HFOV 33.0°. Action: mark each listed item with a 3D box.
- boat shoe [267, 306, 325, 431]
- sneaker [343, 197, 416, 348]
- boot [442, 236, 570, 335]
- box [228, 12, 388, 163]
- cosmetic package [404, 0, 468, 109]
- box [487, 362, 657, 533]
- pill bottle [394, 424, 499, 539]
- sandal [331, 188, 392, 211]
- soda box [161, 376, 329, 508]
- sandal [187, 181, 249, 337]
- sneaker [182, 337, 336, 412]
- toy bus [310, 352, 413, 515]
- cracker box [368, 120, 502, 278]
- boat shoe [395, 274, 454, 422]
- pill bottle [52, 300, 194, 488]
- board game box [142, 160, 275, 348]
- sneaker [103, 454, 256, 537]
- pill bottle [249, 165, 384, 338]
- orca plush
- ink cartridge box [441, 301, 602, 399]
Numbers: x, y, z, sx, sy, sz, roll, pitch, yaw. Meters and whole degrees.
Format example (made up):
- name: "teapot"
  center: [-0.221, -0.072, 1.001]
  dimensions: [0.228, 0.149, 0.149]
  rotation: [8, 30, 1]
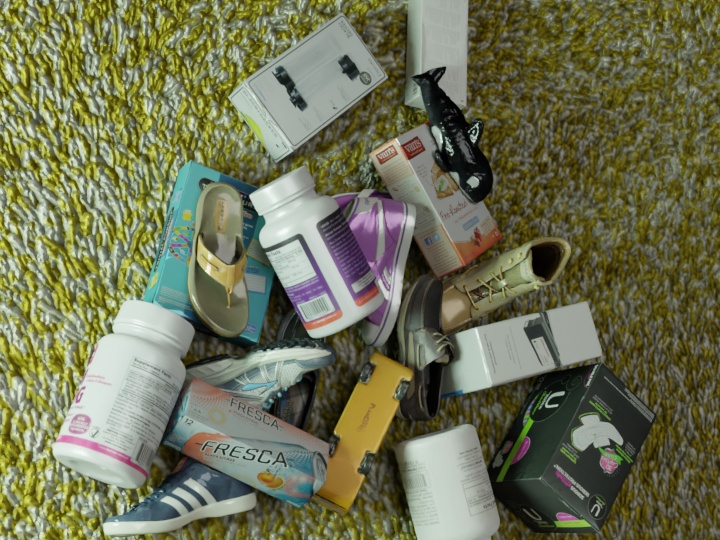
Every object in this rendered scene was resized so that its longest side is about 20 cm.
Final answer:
- name: "boat shoe"
  center: [-0.079, 0.137, 1.580]
  dimensions: [0.068, 0.057, 0.201]
  rotation: [20, 70, -23]
- name: "sneaker"
  center: [0.000, 0.000, 1.636]
  dimensions: [0.114, 0.073, 0.202]
  rotation: [8, 94, -17]
- name: "boot"
  center: [0.188, 0.022, 1.693]
  dimensions: [0.199, 0.155, 0.073]
  rotation: [-28, 92, -30]
- name: "box"
  center: [-0.071, -0.253, 1.675]
  dimensions: [0.200, 0.060, 0.117]
  rotation: [-42, 99, -30]
- name: "cosmetic package"
  center: [0.113, -0.337, 1.799]
  dimensions: [0.082, 0.051, 0.201]
  rotation: [9, 74, -24]
- name: "box"
  center: [0.290, 0.250, 1.698]
  dimensions: [0.124, 0.148, 0.200]
  rotation: [43, 62, -15]
- name: "pill bottle"
  center: [0.123, 0.314, 1.613]
  dimensions: [0.114, 0.114, 0.201]
  rotation: [-11, 84, -30]
- name: "sandal"
  center: [0.012, -0.078, 1.683]
  dimensions: [0.202, 0.050, 0.083]
  rotation: [-19, 87, -32]
- name: "soda box"
  center: [-0.137, 0.210, 1.478]
  dimensions: [0.199, 0.064, 0.069]
  rotation: [28, 37, -18]
- name: "sandal"
  center: [-0.170, -0.018, 1.514]
  dimensions: [0.080, 0.054, 0.202]
  rotation: [6, 75, -27]
- name: "sneaker"
  center: [-0.124, 0.139, 1.529]
  dimensions: [0.199, 0.078, 0.087]
  rotation: [-12, 96, 0]
- name: "toy bus"
  center: [-0.001, 0.211, 1.579]
  dimensions: [0.065, 0.078, 0.201]
  rotation: [25, 69, 4]
- name: "cracker box"
  center: [0.108, -0.104, 1.711]
  dimensions: [0.201, 0.058, 0.134]
  rotation: [60, 35, -3]
- name: "boat shoe"
  center: [0.093, 0.107, 1.636]
  dimensions: [0.074, 0.073, 0.202]
  rotation: [-3, 103, -54]
- name: "pill bottle"
  center: [-0.275, 0.145, 1.440]
  dimensions: [0.113, 0.113, 0.201]
  rotation: [28, 66, -20]
- name: "board game box"
  center: [-0.183, -0.020, 1.567]
  dimensions: [0.150, 0.047, 0.201]
  rotation: [21, 69, -23]
- name: "sneaker"
  center: [-0.222, 0.266, 1.466]
  dimensions: [0.199, 0.075, 0.085]
  rotation: [-8, 83, -39]
- name: "pill bottle"
  center: [-0.060, -0.026, 1.547]
  dimensions: [0.111, 0.111, 0.201]
  rotation: [-32, 99, -30]
- name: "orca plush"
  center: [0.149, -0.201, 1.712]
  dimensions: [0.105, 0.071, 0.201]
  rotation: [6, 64, -51]
- name: "ink cartridge box"
  center: [0.211, 0.111, 1.691]
  dimensions: [0.199, 0.144, 0.085]
  rotation: [-11, 83, -30]
